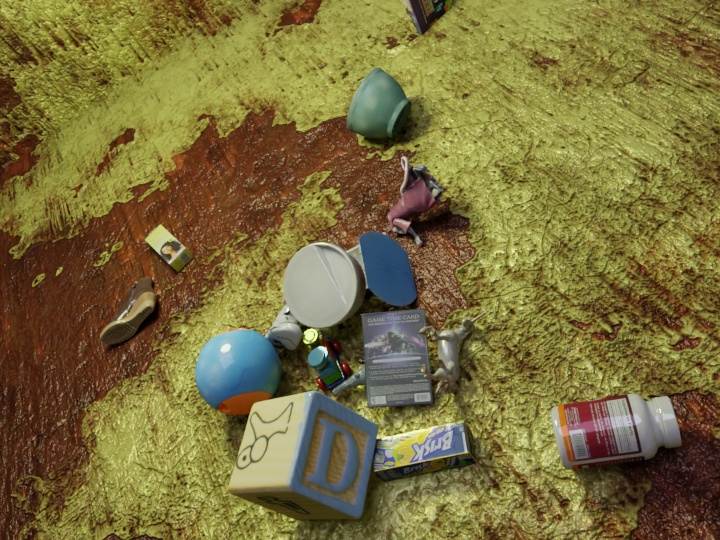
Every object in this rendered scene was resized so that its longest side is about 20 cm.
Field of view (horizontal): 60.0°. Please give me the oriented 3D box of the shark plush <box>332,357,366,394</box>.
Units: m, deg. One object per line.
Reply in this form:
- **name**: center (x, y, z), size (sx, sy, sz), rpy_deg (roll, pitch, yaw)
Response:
- **shark plush**: center (0.021, 0.209, 1.401), size (0.198, 0.083, 0.091), rpy_deg (-25, 48, 9)

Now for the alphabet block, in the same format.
- **alphabet block**: center (-0.111, 0.372, 1.238), size (0.199, 0.196, 0.197), rpy_deg (-19, 44, 42)

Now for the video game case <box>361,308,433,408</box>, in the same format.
- **video game case**: center (0.078, 0.189, 1.347), size (0.141, 0.019, 0.203), rpy_deg (-5, 81, 8)

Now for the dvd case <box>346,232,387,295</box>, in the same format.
- **dvd case**: center (0.000, 0.000, 1.611), size (0.198, 0.025, 0.151), rpy_deg (-27, 48, 8)

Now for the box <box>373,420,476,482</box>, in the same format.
- **box**: center (0.126, 0.362, 1.244), size (0.198, 0.064, 0.071), rpy_deg (-16, 50, 16)

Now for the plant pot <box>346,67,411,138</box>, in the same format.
- **plant pot**: center (0.067, -0.472, 1.835), size (0.133, 0.201, 0.201), rpy_deg (31, 72, 12)

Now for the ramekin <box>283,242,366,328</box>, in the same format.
- **ramekin**: center (-0.077, 0.036, 1.486), size (0.200, 0.094, 0.205), rpy_deg (-1, 88, 26)

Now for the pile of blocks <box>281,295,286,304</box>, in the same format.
- **pile of blocks**: center (-0.117, 0.032, 1.582), size (0.200, 0.082, 0.062), rpy_deg (-46, 42, 10)

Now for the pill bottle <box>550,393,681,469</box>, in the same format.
- **pill bottle**: center (0.447, 0.281, 1.100), size (0.198, 0.113, 0.114), rpy_deg (-14, 51, 18)

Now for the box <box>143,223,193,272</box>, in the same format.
- **box**: center (-0.609, -0.074, 1.975), size (0.075, 0.050, 0.199), rpy_deg (-47, 48, -11)

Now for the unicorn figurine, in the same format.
- **unicorn figurine**: center (0.189, 0.166, 1.333), size (0.073, 0.137, 0.203), rpy_deg (1, 76, 48)

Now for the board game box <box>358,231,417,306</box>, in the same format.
- **board game box**: center (0.056, 0.003, 1.501), size (0.039, 0.157, 0.202), rpy_deg (-37, 52, 40)

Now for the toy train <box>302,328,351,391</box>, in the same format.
- **toy train**: center (-0.101, 0.175, 1.470), size (0.084, 0.116, 0.201), rpy_deg (-30, 48, 4)

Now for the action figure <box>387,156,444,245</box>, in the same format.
- **action figure**: center (0.119, -0.161, 1.584), size (0.200, 0.148, 0.135), rpy_deg (-49, 29, 32)

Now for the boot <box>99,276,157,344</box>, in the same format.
- **boot**: center (-0.698, 0.120, 1.881), size (0.199, 0.073, 0.167), rpy_deg (-36, 35, 1)

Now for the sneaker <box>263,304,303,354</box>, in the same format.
- **sneaker**: center (-0.175, 0.134, 1.525), size (0.115, 0.075, 0.200), rpy_deg (-58, 13, -28)

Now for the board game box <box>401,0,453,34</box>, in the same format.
- **board game box**: center (0.214, -0.922, 2.071), size (0.165, 0.200, 0.057), rpy_deg (-46, 50, -9)

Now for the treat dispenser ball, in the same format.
- **treat dispenser ball**: center (-0.286, 0.237, 1.465), size (0.199, 0.201, 0.203), rpy_deg (-14, 50, 18)
